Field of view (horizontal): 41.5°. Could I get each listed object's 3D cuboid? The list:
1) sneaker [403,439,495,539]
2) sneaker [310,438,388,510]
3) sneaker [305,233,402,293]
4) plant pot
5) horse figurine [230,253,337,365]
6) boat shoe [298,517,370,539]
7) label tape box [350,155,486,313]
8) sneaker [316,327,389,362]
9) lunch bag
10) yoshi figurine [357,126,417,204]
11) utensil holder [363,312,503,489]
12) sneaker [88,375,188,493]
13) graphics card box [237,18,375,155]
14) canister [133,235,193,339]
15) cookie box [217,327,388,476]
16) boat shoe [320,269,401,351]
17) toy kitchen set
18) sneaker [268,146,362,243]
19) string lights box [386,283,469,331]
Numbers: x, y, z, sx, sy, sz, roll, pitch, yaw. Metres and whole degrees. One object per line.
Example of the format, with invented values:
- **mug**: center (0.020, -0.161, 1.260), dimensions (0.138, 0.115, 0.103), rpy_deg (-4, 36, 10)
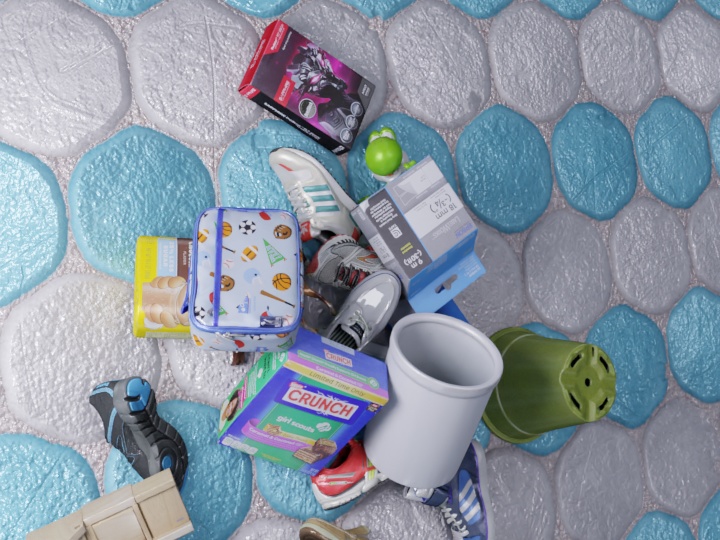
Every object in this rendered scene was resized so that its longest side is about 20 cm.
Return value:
- **sneaker**: center (0.133, 0.374, 1.525), dimensions (0.144, 0.080, 0.204), rpy_deg (-4, 89, -22)
- **sneaker**: center (0.008, 0.288, 1.462), dimensions (0.198, 0.077, 0.086), rpy_deg (-26, 86, -33)
- **sneaker**: center (0.000, 0.000, 1.451), dimensions (0.198, 0.082, 0.079), rpy_deg (4, 125, -47)
- **plant pot**: center (0.322, 0.188, 1.591), dimensions (0.197, 0.189, 0.204), rpy_deg (5, 79, -30)
- **horse figurine**: center (-0.128, 0.056, 1.421), dimensions (0.199, 0.050, 0.133), rpy_deg (-36, 91, -24)
- **boat shoe**: center (-0.011, 0.420, 1.441), dimensions (0.200, 0.071, 0.077), rpy_deg (44, 49, -26)
- **label tape box**: center (0.099, -0.049, 1.438), dimensions (0.143, 0.063, 0.202), rpy_deg (-35, 92, -19)
- **sneaker**: center (0.013, 0.152, 1.488), dimensions (0.197, 0.074, 0.083), rpy_deg (18, 89, -17)
- **lunch bag**: center (-0.155, 0.013, 1.253), dimensions (0.157, 0.076, 0.203), rpy_deg (4, 58, -9)
- **yoshi figurine**: center (0.054, -0.132, 1.529), dimensions (0.111, 0.112, 0.203), rpy_deg (-20, 90, -24)
- **utensil holder**: center (0.100, 0.195, 1.405), dimensions (0.167, 0.170, 0.203), rpy_deg (-3, 126, -30)
- **sneaker**: center (-0.298, 0.230, 1.295), dimensions (0.073, 0.081, 0.203), rpy_deg (-52, 130, -54)
- **graphics card box**: center (-0.082, -0.286, 1.500), dimensions (0.198, 0.051, 0.127), rpy_deg (31, 68, -24)
- **canister**: center (-0.213, 0.027, 1.324), dimensions (0.196, 0.087, 0.151), rpy_deg (3, 62, -16)
- **cookie box**: center (-0.083, 0.187, 1.345), dimensions (0.169, 0.200, 0.076), rpy_deg (24, 35, -25)
- **boat shoe**: center (-0.008, 0.088, 1.396), dimensions (0.073, 0.067, 0.201), rpy_deg (37, 93, -10)
- **toy kitchen set**: center (-0.291, 0.391, 1.187), dimensions (0.197, 0.180, 0.166), rpy_deg (-23, 108, -14)
- **sneaker**: center (-0.075, -0.100, 1.465), dimensions (0.200, 0.070, 0.094), rpy_deg (45, 59, -21)
- **string lights box**: center (0.127, 0.113, 1.531), dimensions (0.201, 0.102, 0.059), rpy_deg (54, 39, -13)
